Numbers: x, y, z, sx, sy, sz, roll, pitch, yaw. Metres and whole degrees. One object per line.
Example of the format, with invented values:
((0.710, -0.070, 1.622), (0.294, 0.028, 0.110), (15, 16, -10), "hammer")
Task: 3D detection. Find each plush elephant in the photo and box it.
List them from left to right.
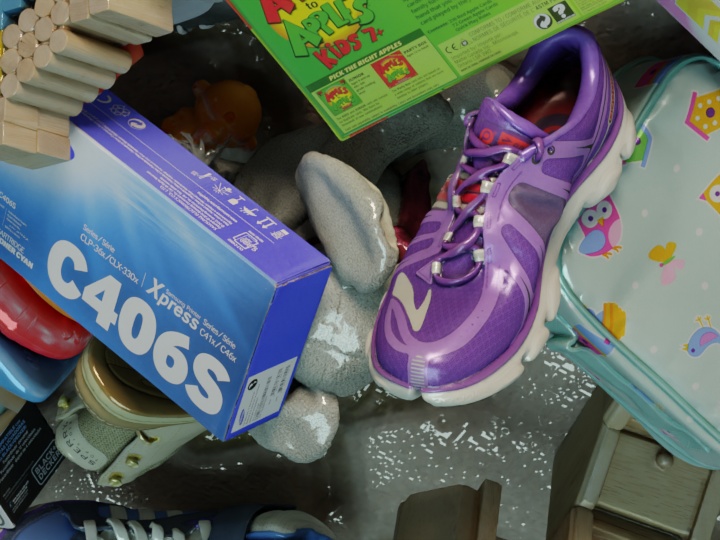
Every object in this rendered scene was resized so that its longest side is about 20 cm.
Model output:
((0.000, 0.000, 1.294), (0.199, 0.155, 0.165), (2, 133, -26), "plush elephant")

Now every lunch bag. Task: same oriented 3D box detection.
((0.165, 0.000, 1.300), (0.200, 0.161, 0.077), (41, 168, -22), "lunch bag")

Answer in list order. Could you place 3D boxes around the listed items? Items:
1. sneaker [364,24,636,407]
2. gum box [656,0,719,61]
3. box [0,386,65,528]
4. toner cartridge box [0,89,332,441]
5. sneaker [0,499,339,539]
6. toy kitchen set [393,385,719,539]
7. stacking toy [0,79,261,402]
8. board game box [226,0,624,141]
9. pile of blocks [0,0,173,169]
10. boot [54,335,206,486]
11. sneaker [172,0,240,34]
((0.056, -0.030, 1.180), (0.080, 0.200, 0.084), (13, 149, 24), "sneaker")
((0.220, -0.137, 1.232), (0.200, 0.066, 0.113), (41, 123, -22), "gum box")
((-0.260, 0.048, 1.453), (0.116, 0.060, 0.200), (4, 134, 36), "box")
((-0.110, -0.016, 1.257), (0.200, 0.043, 0.095), (37, 125, 25), "toner cartridge box")
((-0.101, 0.162, 1.482), (0.200, 0.081, 0.146), (11, 161, -42), "sneaker")
((0.122, 0.112, 1.372), (0.163, 0.200, 0.181), (20, 130, -8), "toy kitchen set")
((-0.129, -0.037, 1.369), (0.200, 0.110, 0.116), (-37, 99, 20), "stacking toy")
((0.047, -0.145, 1.176), (0.200, 0.048, 0.102), (-25, 123, 25), "board game box")
((-0.121, -0.125, 1.204), (0.200, 0.082, 0.062), (-46, 149, 19), "pile of blocks")
((-0.113, 0.065, 1.392), (0.154, 0.200, 0.072), (-34, 83, 34), "boot")
((-0.109, -0.132, 1.300), (0.199, 0.075, 0.116), (12, 137, 13), "sneaker")
